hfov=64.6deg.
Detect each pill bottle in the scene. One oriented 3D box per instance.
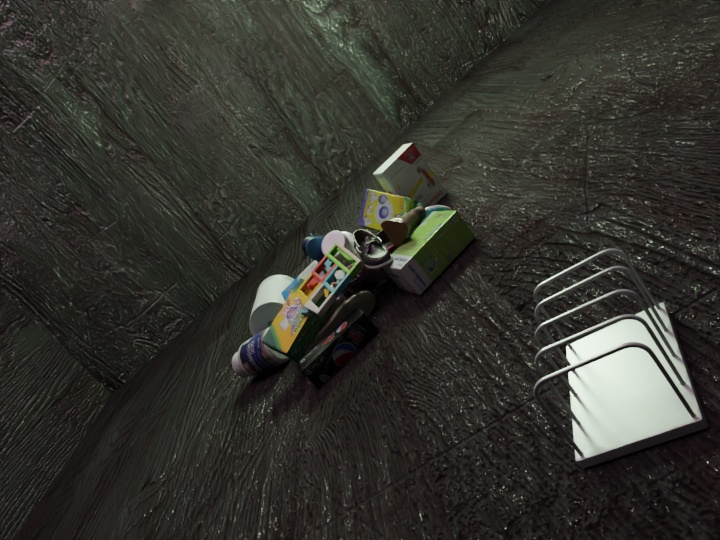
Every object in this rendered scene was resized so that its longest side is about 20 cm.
[{"bbox_3d":[-0.297,0.249,1.702,0.198,0.111,0.112,-31,18,36],"label":"pill bottle"},{"bbox_3d":[-0.032,-0.039,1.627,0.107,0.199,0.112,-10,67,24],"label":"pill bottle"}]

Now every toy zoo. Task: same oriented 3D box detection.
[{"bbox_3d":[-0.089,0.031,1.452,0.201,0.020,0.131,-50,40,-2],"label":"toy zoo"}]

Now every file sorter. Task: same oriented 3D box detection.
[{"bbox_3d":[0.280,0.089,0.659,0.137,0.125,0.201,-32,18,30],"label":"file sorter"}]

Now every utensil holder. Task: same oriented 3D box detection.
[{"bbox_3d":[-0.271,0.132,1.848,0.169,0.171,0.201,-37,17,14],"label":"utensil holder"}]

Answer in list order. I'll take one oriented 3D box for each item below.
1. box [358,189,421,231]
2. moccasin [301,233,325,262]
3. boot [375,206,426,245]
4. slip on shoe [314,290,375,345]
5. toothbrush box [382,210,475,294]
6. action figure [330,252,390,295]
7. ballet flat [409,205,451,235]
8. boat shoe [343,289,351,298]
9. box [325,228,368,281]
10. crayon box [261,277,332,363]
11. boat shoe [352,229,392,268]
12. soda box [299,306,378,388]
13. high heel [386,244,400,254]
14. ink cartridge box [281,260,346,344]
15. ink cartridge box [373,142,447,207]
[{"bbox_3d":[0.091,-0.173,1.746,0.197,0.048,0.121,16,94,35],"label":"box"},{"bbox_3d":[-0.114,-0.060,1.658,0.067,0.199,0.082,26,94,32],"label":"moccasin"},{"bbox_3d":[0.118,-0.124,1.494,0.145,0.071,0.199,-33,6,-26],"label":"boot"},{"bbox_3d":[-0.042,0.125,1.481,0.200,0.074,0.061,-45,12,10],"label":"slip on shoe"},{"bbox_3d":[0.163,-0.048,1.394,0.200,0.086,0.145,-44,14,-10],"label":"toothbrush box"},{"bbox_3d":[0.000,0.000,1.520,0.196,0.136,0.149,-20,45,-21],"label":"action figure"},{"bbox_3d":[0.176,-0.133,1.625,0.196,0.070,0.070,-20,22,22],"label":"ballet flat"},{"bbox_3d":[-0.111,0.110,1.686,0.198,0.074,0.062,-34,12,11],"label":"boat shoe"},{"bbox_3d":[-0.023,-0.026,1.781,0.199,0.101,0.075,-42,14,-1],"label":"box"},{"bbox_3d":[-0.160,0.129,1.500,0.117,0.058,0.203,14,67,45],"label":"crayon box"},{"bbox_3d":[0.026,-0.059,1.451,0.072,0.062,0.200,-21,21,-7],"label":"boat shoe"},{"bbox_3d":[-0.052,0.182,1.358,0.200,0.064,0.071,-44,16,-2],"label":"soda box"},{"bbox_3d":[0.102,-0.040,1.561,0.095,0.068,0.200,-31,1,2],"label":"high heel"},{"bbox_3d":[-0.123,0.090,1.611,0.146,0.084,0.201,-42,41,5],"label":"ink cartridge box"},{"bbox_3d":[0.160,-0.276,1.806,0.145,0.201,0.083,-44,19,-11],"label":"ink cartridge box"}]
